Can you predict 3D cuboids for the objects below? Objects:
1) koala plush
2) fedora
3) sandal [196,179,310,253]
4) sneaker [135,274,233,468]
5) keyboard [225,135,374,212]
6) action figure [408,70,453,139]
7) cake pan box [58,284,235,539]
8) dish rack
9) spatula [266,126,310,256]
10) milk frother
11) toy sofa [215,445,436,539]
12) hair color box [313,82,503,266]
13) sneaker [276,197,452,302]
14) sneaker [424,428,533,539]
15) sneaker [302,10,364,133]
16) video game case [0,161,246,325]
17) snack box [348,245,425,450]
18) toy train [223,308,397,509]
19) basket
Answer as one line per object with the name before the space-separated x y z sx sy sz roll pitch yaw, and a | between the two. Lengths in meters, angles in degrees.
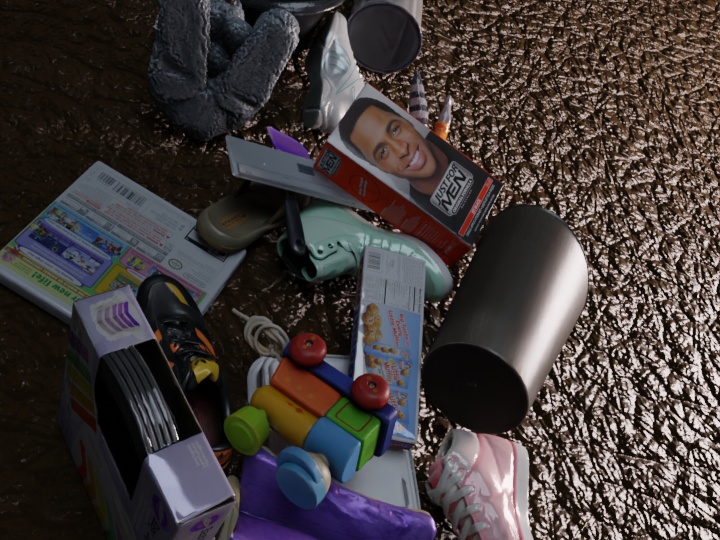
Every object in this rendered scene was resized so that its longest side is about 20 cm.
koala plush | -0.189 -0.282 0.973 0.174 0.186 0.201 16 27 -22
fedora | -0.108 -0.370 1.084 0.195 0.093 0.203 4 41 -3
sandal | -0.113 -0.086 0.889 0.080 0.054 0.200 36 37 7
sneaker | -0.153 0.085 0.703 0.069 0.090 0.204 -5 68 -34
keyboard | -0.061 -0.107 0.870 0.197 0.011 0.057 11 44 -37
action figure | 0.045 -0.145 0.975 0.195 0.105 0.198 5 62 -14
cake pan box | -0.174 0.140 0.598 0.052 0.201 0.186 -19 65 -36
dish rack | -0.022 0.165 0.751 0.168 0.044 0.204 6 53 -20
spatula | -0.076 -0.092 0.866 0.056 0.021 0.203 22 43 -31
milk frother | -0.007 -0.417 1.170 0.196 0.182 0.191 -13 45 22
toy sofa | -0.027 0.230 0.638 0.196 0.083 0.099 24 89 -8
hair color box | 0.055 -0.108 0.883 0.198 0.061 0.103 34 62 -4
sneaker | 0.000 0.000 0.865 0.197 0.075 0.118 28 41 13
sneaker | 0.106 0.237 0.726 0.103 0.076 0.203 22 41 -11
sneaker | -0.032 -0.268 1.071 0.079 0.070 0.205 17 60 -26
video game case | -0.245 -0.009 0.803 0.197 0.022 0.183 31 48 0
snack box | 0.027 0.073 0.778 0.070 0.024 0.204 14 59 -14
toy train | -0.076 0.112 0.668 0.198 0.086 0.115 30 40 22
basket | 0.151 0.059 0.811 0.133 0.184 0.200 11 37 25
